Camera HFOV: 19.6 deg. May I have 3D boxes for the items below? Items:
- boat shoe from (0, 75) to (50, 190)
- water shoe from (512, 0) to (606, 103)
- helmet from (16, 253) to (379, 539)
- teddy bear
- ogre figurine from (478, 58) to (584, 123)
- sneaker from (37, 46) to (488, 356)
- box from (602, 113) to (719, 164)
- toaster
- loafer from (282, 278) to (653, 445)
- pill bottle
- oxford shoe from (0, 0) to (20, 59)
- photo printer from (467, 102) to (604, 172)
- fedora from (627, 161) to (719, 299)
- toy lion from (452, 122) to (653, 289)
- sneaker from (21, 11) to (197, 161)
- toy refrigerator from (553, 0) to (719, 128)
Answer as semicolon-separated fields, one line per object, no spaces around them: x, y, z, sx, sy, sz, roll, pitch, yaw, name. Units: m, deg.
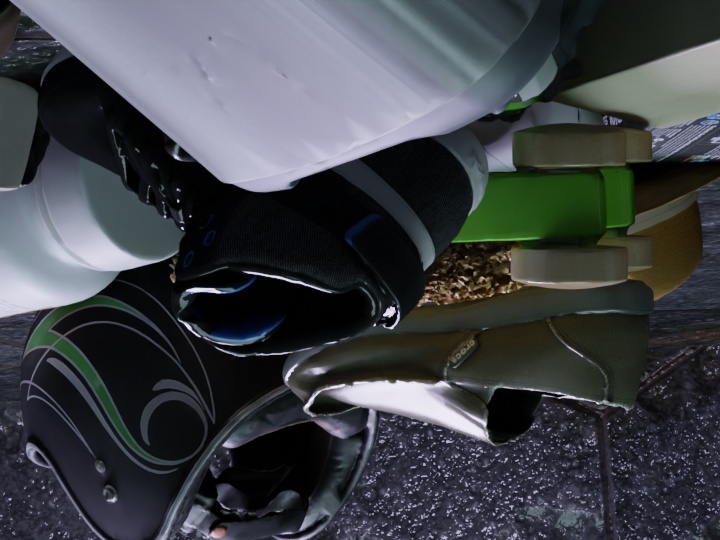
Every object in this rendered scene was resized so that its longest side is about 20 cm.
-0.243;-0.078;0.951;0.093;0.075;0.200;6;170;38;boat shoe
0.046;-0.137;0.722;0.071;0.079;0.200;38;168;23;water shoe
-0.101;0.063;1.205;0.200;0.200;0.191;5;-148;-48;helmet
0.000;0.000;1.088;0.200;0.067;0.145;-3;178;-32;teddy bear
0.001;-0.099;0.851;0.200;0.098;0.120;35;168;-25;ogre figurine
-0.063;-0.029;0.790;0.200;0.112;0.073;13;140;28;sneaker
0.246;-0.099;1.133;0.193;0.048;0.200;-5;172;-11;box
-0.020;-0.105;0.584;0.129;0.114;0.200;35;156;-23;toaster
0.049;0.051;1.007;0.200;0.070;0.075;-13;169;33;loafer
-0.186;-0.034;1.127;0.200;0.114;0.114;-11;170;39;pill bottle
-0.214;-0.114;0.729;0.200;0.073;0.084;10;148;-28;oxford shoe
0.030;-0.078;1.083;0.166;0.069;0.200;-7;171;17;photo printer
0.147;-0.021;1.284;0.201;0.082;0.201;-16;-167;4;fedora
0.030;-0.029;0.928;0.192;0.069;0.200;-1;-177;12;toy lion
-0.084;-0.092;0.758;0.076;0.116;0.200;3;169;-41;sneaker
0.170;-0.119;0.875;0.076;0.070;0.200;10;165;-35;toy refrigerator
